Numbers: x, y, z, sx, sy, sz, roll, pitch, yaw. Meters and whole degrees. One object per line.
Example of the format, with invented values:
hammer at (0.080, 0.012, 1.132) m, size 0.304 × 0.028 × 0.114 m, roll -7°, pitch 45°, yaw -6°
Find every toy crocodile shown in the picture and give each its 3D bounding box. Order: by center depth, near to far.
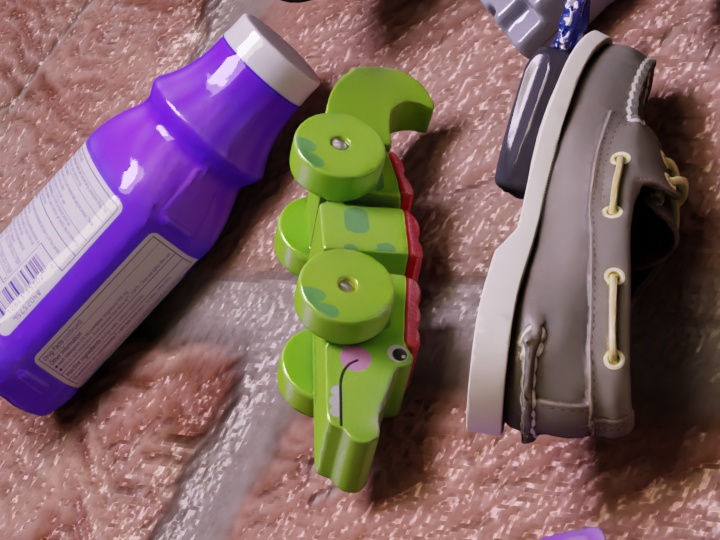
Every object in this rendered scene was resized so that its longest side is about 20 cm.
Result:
toy crocodile at (0.000, 0.000, 1.188) m, size 0.068 × 0.062 × 0.200 m, roll 102°, pitch 170°, yaw -46°

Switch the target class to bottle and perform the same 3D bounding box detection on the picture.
bottle at (-0.101, -0.028, 1.334) m, size 0.200 × 0.065 × 0.084 m, roll -47°, pitch 33°, yaw 9°

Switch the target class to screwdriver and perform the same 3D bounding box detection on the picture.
screwdriver at (0.090, -0.124, 1.174) m, size 0.029 × 0.028 × 0.200 m, roll 14°, pitch 86°, yaw 15°

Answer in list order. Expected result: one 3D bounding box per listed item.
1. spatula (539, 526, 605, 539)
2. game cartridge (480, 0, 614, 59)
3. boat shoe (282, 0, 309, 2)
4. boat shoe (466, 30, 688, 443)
spatula at (0.023, 0.116, 1.076) m, size 0.200 × 0.021 × 0.057 m, roll -2°, pitch 59°, yaw 52°
game cartridge at (0.088, -0.181, 1.271) m, size 0.133 × 0.041 × 0.200 m, roll -48°, pitch 32°, yaw 14°
boat shoe at (0.022, -0.185, 1.264) m, size 0.200 × 0.075 × 0.062 m, roll -39°, pitch 39°, yaw 29°
boat shoe at (0.087, -0.013, 1.084) m, size 0.060 × 0.072 × 0.202 m, roll 9°, pitch 43°, yaw 11°
